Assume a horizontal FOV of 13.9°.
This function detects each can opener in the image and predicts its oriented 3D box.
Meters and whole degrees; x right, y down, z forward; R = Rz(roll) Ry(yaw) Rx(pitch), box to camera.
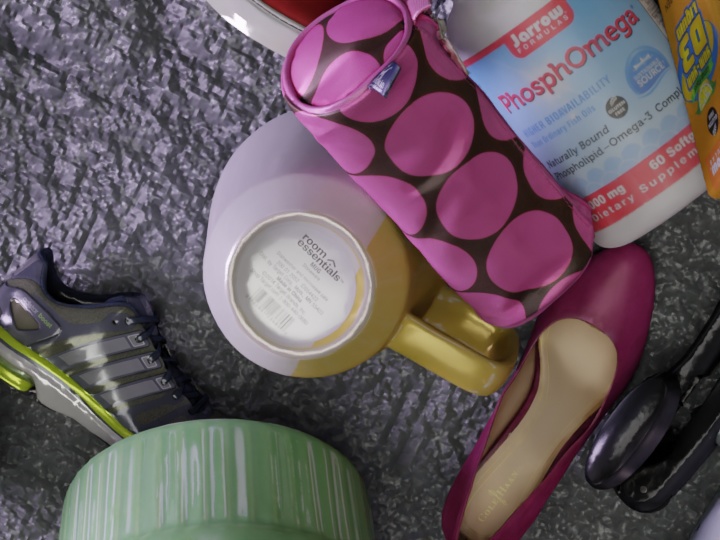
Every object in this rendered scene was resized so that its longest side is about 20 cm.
[{"bbox_3d":[0.207,0.056,1.693,0.063,0.079,0.200,42,95,6],"label":"can opener"}]

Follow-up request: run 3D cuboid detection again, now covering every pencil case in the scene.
[{"bbox_3d":[0.048,-0.059,1.569,0.094,0.091,0.200,-39,128,5],"label":"pencil case"}]

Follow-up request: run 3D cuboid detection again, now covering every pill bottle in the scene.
[{"bbox_3d":[0.118,-0.120,1.639,0.109,0.109,0.200,-36,96,14],"label":"pill bottle"}]

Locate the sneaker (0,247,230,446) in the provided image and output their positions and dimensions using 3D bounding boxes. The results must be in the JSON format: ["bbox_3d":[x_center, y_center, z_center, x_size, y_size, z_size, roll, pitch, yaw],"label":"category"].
[{"bbox_3d":[-0.133,0.059,1.736,0.200,0.074,0.081,28,101,-1],"label":"sneaker"}]

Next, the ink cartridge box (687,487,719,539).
[{"bbox_3d":[0.203,0.175,1.646,0.047,0.200,0.160,31,104,3],"label":"ink cartridge box"}]

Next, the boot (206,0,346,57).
[{"bbox_3d":[-0.031,-0.203,1.622,0.144,0.072,0.200,-53,53,13],"label":"boot"}]

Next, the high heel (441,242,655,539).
[{"bbox_3d":[0.111,0.078,1.690,0.067,0.096,0.200,26,104,3],"label":"high heel"}]

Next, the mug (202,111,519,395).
[{"bbox_3d":[-0.005,-0.008,1.659,0.186,0.153,0.150,1,102,7],"label":"mug"}]

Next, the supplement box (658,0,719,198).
[{"bbox_3d":[0.203,-0.141,1.588,0.069,0.067,0.200,-6,65,-16],"label":"supplement box"}]

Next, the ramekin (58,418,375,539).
[{"bbox_3d":[-0.082,0.171,1.694,0.199,0.098,0.200,-3,143,-2],"label":"ramekin"}]
